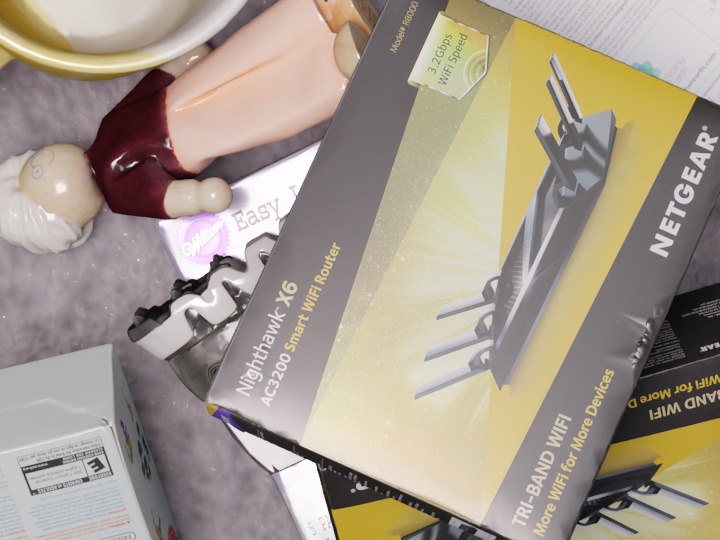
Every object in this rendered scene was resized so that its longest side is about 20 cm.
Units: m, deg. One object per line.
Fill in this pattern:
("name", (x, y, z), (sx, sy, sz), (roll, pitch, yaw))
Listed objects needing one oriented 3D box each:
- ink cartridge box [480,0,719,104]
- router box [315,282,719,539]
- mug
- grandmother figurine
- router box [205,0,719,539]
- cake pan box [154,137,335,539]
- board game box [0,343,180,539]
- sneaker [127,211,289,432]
("ink cartridge box", (0.116, -0.149, 1.188), (0.200, 0.042, 0.119), (39, 93, 8))
("router box", (0.088, 0.105, 1.156), (0.200, 0.052, 0.157), (-16, 126, -2))
("mug", (-0.136, -0.145, 1.140), (0.186, 0.153, 0.149), (-11, 87, -9))
("grandmother figurine", (-0.082, -0.067, 1.177), (0.200, 0.121, 0.061), (-27, 117, 15))
("router box", (0.048, -0.001, 1.066), (0.157, 0.052, 0.200), (23, 81, 4))
("cake pan box", (0.024, 0.019, 1.202), (0.200, 0.052, 0.184), (-24, 89, 3))
("board game box", (-0.155, 0.141, 1.155), (0.147, 0.064, 0.200), (-13, 126, 2))
("sneaker", (0.000, 0.000, 1.149), (0.200, 0.066, 0.091), (-36, 96, 4))
